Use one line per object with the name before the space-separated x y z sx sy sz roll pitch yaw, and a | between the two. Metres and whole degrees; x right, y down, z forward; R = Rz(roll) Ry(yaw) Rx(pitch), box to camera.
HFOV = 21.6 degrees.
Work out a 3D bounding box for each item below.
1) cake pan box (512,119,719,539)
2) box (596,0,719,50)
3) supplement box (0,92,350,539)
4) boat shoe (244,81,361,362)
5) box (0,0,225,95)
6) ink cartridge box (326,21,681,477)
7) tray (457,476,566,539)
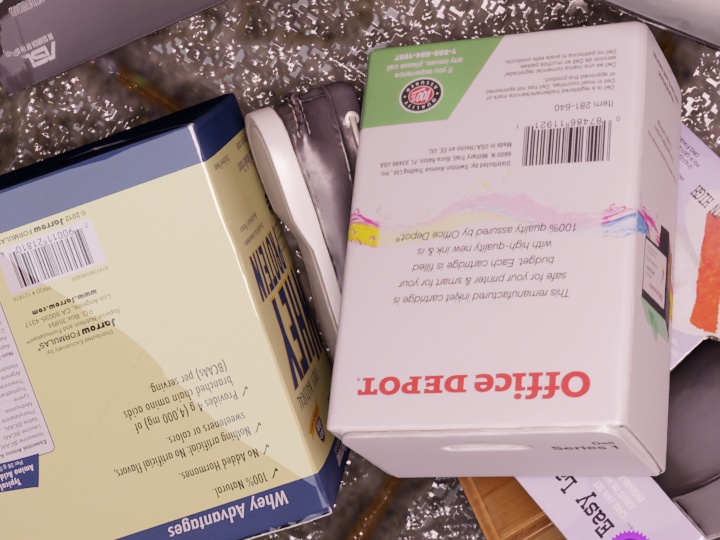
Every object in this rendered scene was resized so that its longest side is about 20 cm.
cake pan box | 0.147 0.046 0.926 0.184 0.052 0.200 -43 57 7
box | 0.174 -0.211 0.883 0.123 0.149 0.202 21 103 -1
supplement box | -0.130 0.042 0.971 0.198 0.134 0.202 -18 99 9
boat shoe | 0.000 0.000 0.985 0.060 0.074 0.202 -23 105 -10
box | -0.126 -0.192 0.927 0.199 0.050 0.159 -16 101 35
ink cartridge box | 0.073 -0.006 0.904 0.143 0.084 0.202 -3 67 23
tray | 0.138 0.060 0.974 0.199 0.037 0.099 -33 57 11
